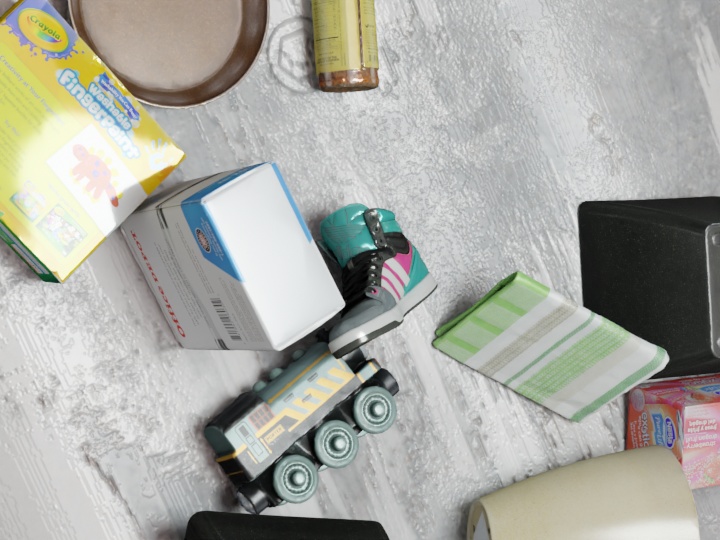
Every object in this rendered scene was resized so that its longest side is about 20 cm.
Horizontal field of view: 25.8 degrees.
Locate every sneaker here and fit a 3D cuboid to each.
[{"bbox_3d":[0.000,0.000,1.508,0.121,0.083,0.200,58,27,-4],"label":"sneaker"}]

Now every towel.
[{"bbox_3d":[0.195,0.077,1.611,0.199,0.149,0.031,29,44,-21],"label":"towel"}]

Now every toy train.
[{"bbox_3d":[-0.054,0.143,1.512,0.200,0.085,0.114,-40,96,-22],"label":"toy train"}]

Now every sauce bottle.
[{"bbox_3d":[-0.017,-0.277,1.545,0.066,0.066,0.201,-2,90,-27],"label":"sauce bottle"}]

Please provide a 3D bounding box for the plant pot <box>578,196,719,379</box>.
[{"bbox_3d":[0.366,0.018,1.672,0.199,0.177,0.201,-3,90,-26],"label":"plant pot"}]

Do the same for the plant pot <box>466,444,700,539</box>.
[{"bbox_3d":[0.216,0.275,1.606,0.199,0.187,0.188,0,89,-12],"label":"plant pot"}]

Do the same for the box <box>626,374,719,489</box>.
[{"bbox_3d":[0.400,0.172,1.721,0.199,0.103,0.095,-4,101,-28],"label":"box"}]

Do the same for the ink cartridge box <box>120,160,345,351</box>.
[{"bbox_3d":[-0.120,-0.009,1.411,0.086,0.200,0.147,-32,103,-25],"label":"ink cartridge box"}]

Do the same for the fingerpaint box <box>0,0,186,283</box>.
[{"bbox_3d":[-0.284,-0.117,1.399,0.167,0.073,0.200,-48,109,-17],"label":"fingerpaint box"}]

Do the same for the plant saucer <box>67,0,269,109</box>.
[{"bbox_3d":[-0.182,-0.250,1.477,0.199,0.034,0.201,1,89,-28],"label":"plant saucer"}]

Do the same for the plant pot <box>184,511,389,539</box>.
[{"bbox_3d":[-0.054,0.348,1.415,0.199,0.177,0.201,8,103,-26],"label":"plant pot"}]
